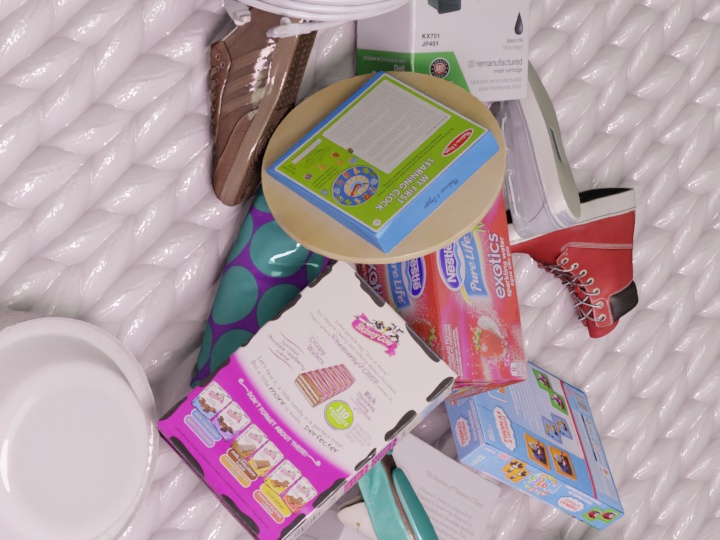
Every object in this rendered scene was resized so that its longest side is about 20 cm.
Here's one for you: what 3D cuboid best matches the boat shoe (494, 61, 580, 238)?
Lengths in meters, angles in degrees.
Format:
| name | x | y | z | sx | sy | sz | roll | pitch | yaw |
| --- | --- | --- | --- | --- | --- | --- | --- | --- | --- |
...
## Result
| name | x | y | z | sx | sy | sz | roll | pitch | yaw |
| --- | --- | --- | --- | --- | --- | --- | --- | --- | --- |
| boat shoe | 0.146 | -0.120 | 1.633 | 0.070 | 0.071 | 0.201 | 40 | 32 | -53 |

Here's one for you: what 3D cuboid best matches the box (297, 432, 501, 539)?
| name | x | y | z | sx | sy | sz | roll | pitch | yaw |
| --- | --- | --- | --- | --- | --- | --- | --- | --- | --- |
| box | 0.007 | 0.243 | 1.535 | 0.152 | 0.106 | 0.200 | 34 | 72 | -34 |

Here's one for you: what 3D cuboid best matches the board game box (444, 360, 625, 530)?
| name | x | y | z | sx | sy | sz | roll | pitch | yaw |
| --- | --- | --- | --- | --- | --- | --- | --- | --- | --- |
| board game box | 0.155 | 0.144 | 1.640 | 0.200 | 0.037 | 0.152 | 30 | 33 | -36 |

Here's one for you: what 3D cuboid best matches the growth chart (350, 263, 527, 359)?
| name | x | y | z | sx | sy | sz | roll | pitch | yaw |
| --- | --- | --- | --- | --- | --- | --- | --- | --- | --- |
| growth chart | 0.066 | 0.023 | 1.566 | 0.200 | 0.018 | 0.145 | -4 | 80 | -40 |

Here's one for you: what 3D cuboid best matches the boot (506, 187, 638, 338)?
| name | x | y | z | sx | sy | sz | roll | pitch | yaw |
| --- | --- | --- | --- | --- | --- | --- | --- | --- | --- |
| boot | 0.200 | 0.002 | 1.705 | 0.200 | 0.072 | 0.145 | -11 | 101 | -42 |

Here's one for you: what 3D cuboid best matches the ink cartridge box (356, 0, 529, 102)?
| name | x | y | z | sx | sy | sz | roll | pitch | yaw |
| --- | --- | --- | --- | --- | --- | --- | --- | --- | --- |
| ink cartridge box | 0.075 | -0.252 | 1.566 | 0.146 | 0.083 | 0.201 | -9 | 104 | -37 |

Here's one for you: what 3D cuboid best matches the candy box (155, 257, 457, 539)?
| name | x | y | z | sx | sy | sz | roll | pitch | yaw |
| --- | --- | --- | --- | --- | --- | --- | --- | --- | --- |
| candy box | -0.041 | 0.107 | 1.379 | 0.200 | 0.061 | 0.136 | -42 | 79 | -11 |

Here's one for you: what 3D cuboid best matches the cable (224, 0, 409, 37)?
| name | x | y | z | sx | sy | sz | roll | pitch | yaw |
| --- | --- | --- | --- | --- | --- | --- | --- | --- | --- |
| cable | -0.042 | -0.270 | 1.414 | 0.199 | 0.200 | 0.069 | -14 | 134 | -29 |

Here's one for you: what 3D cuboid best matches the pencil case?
| name | x | y | z | sx | sy | sz | roll | pitch | yaw |
| --- | --- | --- | --- | --- | --- | --- | --- | --- | --- |
| pencil case | -0.071 | 0.022 | 1.470 | 0.085 | 0.092 | 0.201 | 45 | 62 | -69 |

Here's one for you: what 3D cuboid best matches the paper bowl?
| name | x | y | z | sx | sy | sz | roll | pitch | yaw |
| --- | --- | --- | --- | --- | --- | --- | --- | --- | --- |
| paper bowl | -0.241 | 0.134 | 1.332 | 0.200 | 0.104 | 0.201 | -3 | 94 | -40 |

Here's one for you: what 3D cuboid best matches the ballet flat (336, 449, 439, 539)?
| name | x | y | z | sx | sy | sz | roll | pitch | yaw |
| --- | --- | --- | --- | --- | --- | --- | --- | --- | --- |
| ballet flat | 0.004 | 0.167 | 1.439 | 0.201 | 0.070 | 0.067 | 68 | 11 | 8 |

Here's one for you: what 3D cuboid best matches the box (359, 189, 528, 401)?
| name | x | y | z | sx | sy | sz | roll | pitch | yaw |
| --- | --- | --- | --- | --- | --- | --- | --- | --- | --- |
| box | 0.065 | 0.006 | 1.494 | 0.095 | 0.100 | 0.201 | 3 | 75 | -38 |

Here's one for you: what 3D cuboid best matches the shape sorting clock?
| name | x | y | z | sx | sy | sz | roll | pitch | yaw |
| --- | --- | --- | --- | --- | --- | --- | --- | --- | --- |
| shape sorting clock | 0.019 | -0.084 | 1.425 | 0.200 | 0.200 | 0.039 | -48 | 147 | -26 |

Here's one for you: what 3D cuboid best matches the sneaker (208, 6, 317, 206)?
| name | x | y | z | sx | sy | sz | roll | pitch | yaw |
| --- | --- | --- | --- | --- | --- | --- | --- | --- | --- |
| sneaker | -0.094 | -0.156 | 1.466 | 0.201 | 0.075 | 0.070 | -69 | 167 | 8 |
